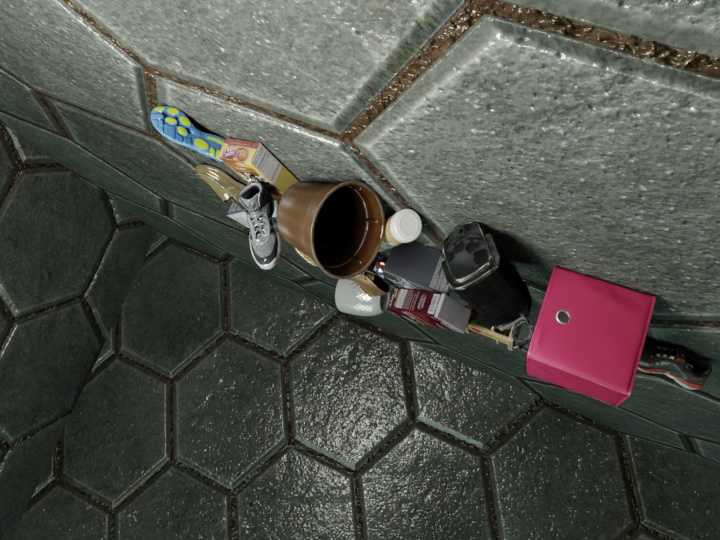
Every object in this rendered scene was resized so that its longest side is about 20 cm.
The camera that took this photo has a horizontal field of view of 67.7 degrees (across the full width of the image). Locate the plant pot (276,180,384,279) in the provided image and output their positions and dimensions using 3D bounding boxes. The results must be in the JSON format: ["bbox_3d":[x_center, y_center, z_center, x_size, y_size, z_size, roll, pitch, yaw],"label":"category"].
[{"bbox_3d":[-0.080,-0.106,1.188,0.198,0.205,0.195,33,172,-41],"label":"plant pot"}]

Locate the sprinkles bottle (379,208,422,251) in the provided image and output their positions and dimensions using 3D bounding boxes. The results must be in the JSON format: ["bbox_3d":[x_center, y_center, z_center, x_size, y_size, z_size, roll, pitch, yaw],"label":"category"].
[{"bbox_3d":[0.074,-0.089,1.225,0.067,0.070,0.199,26,169,-13],"label":"sprinkles bottle"}]

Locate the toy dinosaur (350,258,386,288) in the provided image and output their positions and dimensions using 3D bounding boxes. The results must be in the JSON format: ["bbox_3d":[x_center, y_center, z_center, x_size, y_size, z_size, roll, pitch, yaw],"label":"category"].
[{"bbox_3d":[0.049,-0.027,1.635,0.180,0.106,0.199,39,127,-14],"label":"toy dinosaur"}]

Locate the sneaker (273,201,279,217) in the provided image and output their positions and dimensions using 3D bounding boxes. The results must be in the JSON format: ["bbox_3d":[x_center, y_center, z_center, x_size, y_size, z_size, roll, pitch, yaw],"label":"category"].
[{"bbox_3d":[-0.201,-0.168,1.380,0.193,0.077,0.081,7,-169,26],"label":"sneaker"}]

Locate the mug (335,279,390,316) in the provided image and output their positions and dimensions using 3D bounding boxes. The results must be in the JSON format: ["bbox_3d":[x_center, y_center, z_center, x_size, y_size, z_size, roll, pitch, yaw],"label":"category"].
[{"bbox_3d":[0.028,0.086,1.975,0.170,0.154,0.198,8,-167,29],"label":"mug"}]

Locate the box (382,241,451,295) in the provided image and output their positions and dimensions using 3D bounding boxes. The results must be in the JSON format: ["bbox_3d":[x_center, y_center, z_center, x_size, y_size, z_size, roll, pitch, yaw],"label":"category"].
[{"bbox_3d":[0.158,0.014,1.416,0.177,0.107,0.201,23,168,10],"label":"box"}]

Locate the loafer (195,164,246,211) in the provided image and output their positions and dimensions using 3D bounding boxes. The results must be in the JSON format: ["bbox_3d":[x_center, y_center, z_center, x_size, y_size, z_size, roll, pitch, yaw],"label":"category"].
[{"bbox_3d":[-0.385,-0.234,1.530,0.195,0.069,0.076,27,168,-14],"label":"loafer"}]

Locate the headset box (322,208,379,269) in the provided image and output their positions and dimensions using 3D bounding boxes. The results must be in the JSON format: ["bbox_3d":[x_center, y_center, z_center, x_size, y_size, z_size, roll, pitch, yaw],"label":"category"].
[{"bbox_3d":[-0.034,-0.080,1.467,0.144,0.077,0.200,19,167,24],"label":"headset box"}]

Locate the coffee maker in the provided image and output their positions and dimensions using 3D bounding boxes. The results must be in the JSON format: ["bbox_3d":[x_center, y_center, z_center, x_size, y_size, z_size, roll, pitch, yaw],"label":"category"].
[{"bbox_3d":[0.265,0.024,1.078,0.199,0.135,0.193,36,-172,-45],"label":"coffee maker"}]

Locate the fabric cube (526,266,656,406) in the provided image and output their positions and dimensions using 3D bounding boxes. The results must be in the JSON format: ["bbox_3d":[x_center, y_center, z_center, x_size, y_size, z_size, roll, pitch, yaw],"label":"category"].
[{"bbox_3d":[0.466,0.140,1.107,0.194,0.202,0.200,18,167,24],"label":"fabric cube"}]

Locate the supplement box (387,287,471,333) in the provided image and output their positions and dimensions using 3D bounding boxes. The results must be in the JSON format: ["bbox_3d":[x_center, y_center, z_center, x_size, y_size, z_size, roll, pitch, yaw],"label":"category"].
[{"bbox_3d":[0.169,0.097,1.348,0.107,0.063,0.197,30,167,-31],"label":"supplement box"}]

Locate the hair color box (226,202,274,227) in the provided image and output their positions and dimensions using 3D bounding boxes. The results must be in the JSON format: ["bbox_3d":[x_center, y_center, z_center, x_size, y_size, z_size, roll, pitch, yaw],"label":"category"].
[{"bbox_3d":[-0.343,-0.182,1.690,0.098,0.062,0.198,30,167,-27],"label":"hair color box"}]

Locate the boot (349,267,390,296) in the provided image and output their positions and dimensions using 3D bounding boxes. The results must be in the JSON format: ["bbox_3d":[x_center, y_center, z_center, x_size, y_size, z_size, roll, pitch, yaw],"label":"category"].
[{"bbox_3d":[0.000,0.000,1.368,0.198,0.075,0.074,36,162,-29],"label":"boot"}]

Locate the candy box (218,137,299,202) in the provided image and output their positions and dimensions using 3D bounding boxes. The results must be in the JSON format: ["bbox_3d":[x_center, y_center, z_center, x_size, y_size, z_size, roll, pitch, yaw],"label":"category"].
[{"bbox_3d":[-0.227,-0.228,1.263,0.114,0.058,0.200,17,165,34],"label":"candy box"}]

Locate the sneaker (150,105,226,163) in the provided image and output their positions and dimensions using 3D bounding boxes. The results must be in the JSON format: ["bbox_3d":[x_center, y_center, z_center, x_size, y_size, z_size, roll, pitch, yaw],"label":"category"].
[{"bbox_3d":[-0.388,-0.300,1.230,0.195,0.073,0.082,27,162,-27],"label":"sneaker"}]

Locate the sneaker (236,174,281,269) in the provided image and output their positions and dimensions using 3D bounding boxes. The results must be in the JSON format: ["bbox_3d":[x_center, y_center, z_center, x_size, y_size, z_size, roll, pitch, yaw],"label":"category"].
[{"bbox_3d":[-0.232,-0.112,1.206,0.073,0.207,0.114,-13,156,5],"label":"sneaker"}]

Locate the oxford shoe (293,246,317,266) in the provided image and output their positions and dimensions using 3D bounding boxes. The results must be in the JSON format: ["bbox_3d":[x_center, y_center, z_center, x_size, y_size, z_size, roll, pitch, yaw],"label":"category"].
[{"bbox_3d":[-0.159,-0.102,1.461,0.203,0.070,0.075,56,165,-3],"label":"oxford shoe"}]

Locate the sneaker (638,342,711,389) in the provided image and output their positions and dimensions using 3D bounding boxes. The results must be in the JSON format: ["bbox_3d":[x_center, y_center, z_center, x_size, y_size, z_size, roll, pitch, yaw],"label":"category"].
[{"bbox_3d":[0.709,0.197,1.242,0.194,0.078,0.083,21,142,11],"label":"sneaker"}]

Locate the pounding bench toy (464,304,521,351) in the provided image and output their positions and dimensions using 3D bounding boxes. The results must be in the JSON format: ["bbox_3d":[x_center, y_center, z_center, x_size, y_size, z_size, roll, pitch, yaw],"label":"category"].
[{"bbox_3d":[0.357,0.126,1.449,0.151,0.128,0.200,19,168,22],"label":"pounding bench toy"}]
